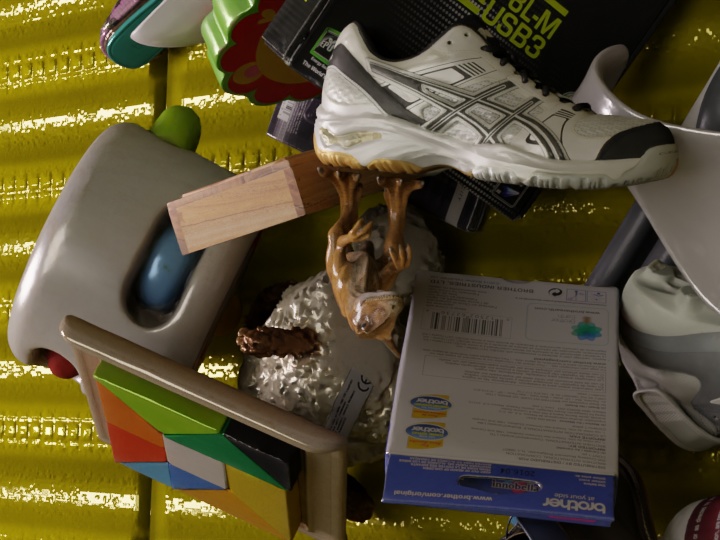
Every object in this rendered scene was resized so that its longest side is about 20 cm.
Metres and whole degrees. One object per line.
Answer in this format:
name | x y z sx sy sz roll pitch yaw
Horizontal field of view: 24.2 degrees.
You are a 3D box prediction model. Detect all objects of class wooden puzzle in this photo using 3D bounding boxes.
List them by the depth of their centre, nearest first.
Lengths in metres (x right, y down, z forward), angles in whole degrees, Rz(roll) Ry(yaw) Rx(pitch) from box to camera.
wooden puzzle | -0.094 0.110 1.041 0.183 0.200 0.037 23 67 11

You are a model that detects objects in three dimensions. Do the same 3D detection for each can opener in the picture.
can opener | 0.182 -0.045 0.978 0.053 0.067 0.201 42 111 35

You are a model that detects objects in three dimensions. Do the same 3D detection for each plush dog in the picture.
plush dog | -0.027 0.074 1.103 0.172 0.159 0.202 -48 52 56

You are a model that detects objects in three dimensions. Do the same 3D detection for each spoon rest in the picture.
spoon rest | 0.181 -0.048 0.906 0.200 0.060 0.100 47 125 31

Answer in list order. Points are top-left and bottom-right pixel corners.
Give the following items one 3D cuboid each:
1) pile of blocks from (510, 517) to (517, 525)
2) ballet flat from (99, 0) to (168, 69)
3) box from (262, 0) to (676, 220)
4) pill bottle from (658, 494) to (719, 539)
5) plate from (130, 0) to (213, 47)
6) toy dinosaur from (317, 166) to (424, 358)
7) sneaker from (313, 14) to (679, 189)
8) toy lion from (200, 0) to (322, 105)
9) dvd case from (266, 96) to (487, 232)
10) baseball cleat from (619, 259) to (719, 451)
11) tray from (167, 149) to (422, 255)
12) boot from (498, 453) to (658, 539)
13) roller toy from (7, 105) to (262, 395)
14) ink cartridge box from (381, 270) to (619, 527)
pile of blocks | 0.115 0.099 1.018 0.082 0.062 0.202 -27 73 39
ballet flat | -0.123 -0.226 1.257 0.199 0.069 0.072 -31 47 33
box | 0.074 -0.157 0.976 0.194 0.199 0.048 -53 33 8
pill bottle | 0.230 0.166 0.885 0.199 0.112 0.114 -21 72 35
plate | -0.026 -0.205 1.075 0.199 0.199 0.032 -37 84 30
toy dinosaur | 0.000 0.000 0.932 0.060 0.200 0.108 7 92 3
sneaker | 0.071 -0.090 0.887 0.198 0.076 0.089 7 93 15
toy lion | 0.008 -0.168 1.032 0.199 0.191 0.069 -38 61 25
dvd case | 0.029 -0.130 1.146 0.199 0.016 0.150 28 101 39
baseball cleat | 0.233 0.067 0.936 0.199 0.069 0.107 29 129 31
tray | -0.017 -0.057 1.034 0.098 0.199 0.037 -16 92 36
boot | 0.102 0.133 0.890 0.075 0.096 0.200 -60 32 17
roller toy | -0.147 0.007 1.159 0.139 0.183 0.201 26 123 -1
ink cartridge box | 0.078 0.073 0.893 0.118 0.201 0.042 5 122 5
